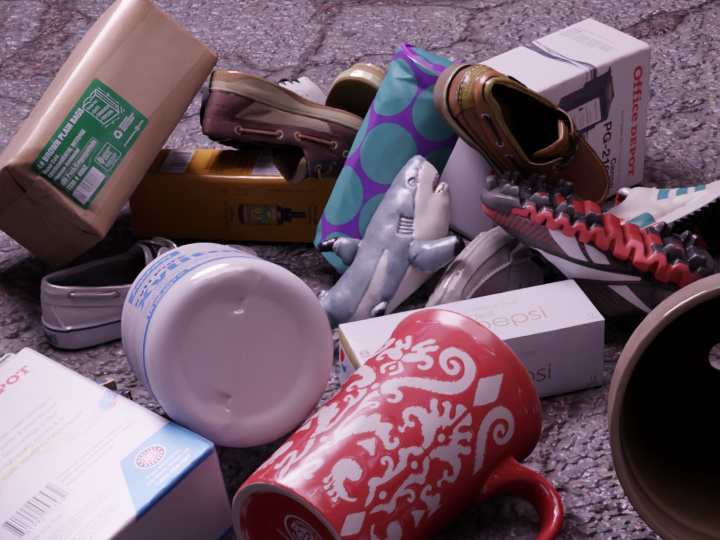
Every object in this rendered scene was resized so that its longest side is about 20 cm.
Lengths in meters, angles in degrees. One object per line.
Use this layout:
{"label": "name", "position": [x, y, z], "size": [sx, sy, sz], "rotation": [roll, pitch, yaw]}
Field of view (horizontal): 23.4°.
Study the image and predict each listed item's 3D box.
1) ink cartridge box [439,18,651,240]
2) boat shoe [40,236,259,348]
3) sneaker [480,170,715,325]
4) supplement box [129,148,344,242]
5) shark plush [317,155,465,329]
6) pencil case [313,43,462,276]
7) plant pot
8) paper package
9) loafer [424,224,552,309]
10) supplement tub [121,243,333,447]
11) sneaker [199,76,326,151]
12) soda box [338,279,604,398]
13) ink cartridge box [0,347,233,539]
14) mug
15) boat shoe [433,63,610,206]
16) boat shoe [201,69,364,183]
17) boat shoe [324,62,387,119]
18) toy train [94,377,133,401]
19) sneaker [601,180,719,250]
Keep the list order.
{"label": "ink cartridge box", "position": [0.168, -0.126, 1.583], "size": [0.199, 0.146, 0.084], "rotation": [-25, 38, -32]}
{"label": "boat shoe", "position": [-0.176, 0.005, 1.467], "size": [0.199, 0.066, 0.072], "rotation": [-15, 32, -19]}
{"label": "sneaker", "position": [0.181, -0.010, 1.406], "size": [0.199, 0.098, 0.071], "rotation": [23, 24, -5]}
{"label": "supplement box", "position": [-0.109, -0.069, 1.589], "size": [0.198, 0.067, 0.069], "rotation": [3, 28, 9]}
{"label": "shark plush", "position": [0.000, 0.000, 1.419], "size": [0.200, 0.083, 0.091], "rotation": [-41, 0, 8]}
{"label": "pencil case", "position": [0.032, -0.087, 1.474], "size": [0.085, 0.201, 0.092], "rotation": [31, 14, 26]}
{"label": "plant pot", "position": [0.263, 0.081, 1.207], "size": [0.198, 0.202, 0.174], "rotation": [-1, 15, 3]}
{"label": "paper package", "position": [-0.231, -0.118, 1.491], "size": [0.201, 0.103, 0.190], "rotation": [-59, 14, -20]}
{"label": "loafer", "position": [0.121, 0.001, 1.442], "size": [0.070, 0.070, 0.200], "rotation": [42, 41, 9]}
{"label": "supplement tub", "position": [-0.102, 0.050, 1.258], "size": [0.131, 0.133, 0.200], "rotation": [-11, 7, -14]}
{"label": "sneaker", "position": [-0.082, -0.148, 1.611], "size": [0.073, 0.081, 0.200], "rotation": [-2, -12, 30]}
{"label": "soda box", "position": [0.086, 0.066, 1.346], "size": [0.199, 0.064, 0.068], "rotation": [-11, 31, -13]}
{"label": "ink cartridge box", "position": [-0.208, 0.153, 1.180], "size": [0.199, 0.085, 0.144], "rotation": [23, 50, 35]}
{"label": "mug", "position": [0.032, 0.137, 1.168], "size": [0.177, 0.134, 0.200], "rotation": [18, 39, 34]}
{"label": "boat shoe", "position": [0.146, -0.101, 1.429], "size": [0.199, 0.072, 0.068], "rotation": [29, -11, -35]}
{"label": "boat shoe", "position": [-0.051, -0.109, 1.505], "size": [0.199, 0.072, 0.072], "rotation": [21, -11, -36]}
{"label": "boat shoe", "position": [0.017, -0.143, 1.580], "size": [0.073, 0.201, 0.063], "rotation": [17, 72, 17]}
{"label": "toy train", "position": [-0.266, 0.125, 1.306], "size": [0.199, 0.034, 0.046], "rotation": [-19, 22, -24]}
{"label": "sneaker", "position": [0.275, -0.054, 1.525], "size": [0.199, 0.071, 0.093], "rotation": [-23, 42, -26]}
